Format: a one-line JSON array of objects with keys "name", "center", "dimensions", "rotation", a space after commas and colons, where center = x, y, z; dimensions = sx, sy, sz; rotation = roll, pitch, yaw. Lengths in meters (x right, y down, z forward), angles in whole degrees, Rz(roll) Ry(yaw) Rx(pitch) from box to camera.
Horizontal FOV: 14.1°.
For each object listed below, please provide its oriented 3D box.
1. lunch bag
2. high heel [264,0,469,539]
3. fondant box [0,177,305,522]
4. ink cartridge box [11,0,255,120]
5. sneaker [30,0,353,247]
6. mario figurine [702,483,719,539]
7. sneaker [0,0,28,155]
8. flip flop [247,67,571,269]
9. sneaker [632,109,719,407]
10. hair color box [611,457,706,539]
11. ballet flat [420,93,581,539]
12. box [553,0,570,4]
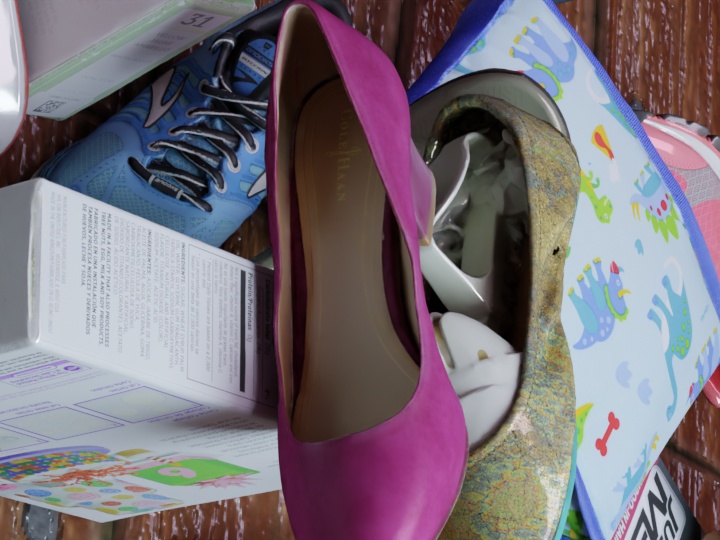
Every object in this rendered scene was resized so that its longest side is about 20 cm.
[{"name": "lunch bag", "center": [0.062, -0.002, 1.263], "dimensions": [0.170, 0.127, 0.201], "rotation": [-53, 132, -47]}, {"name": "high heel", "center": [-0.011, 0.009, 0.950], "dimensions": [0.096, 0.067, 0.201], "rotation": [56, 23, -44]}, {"name": "fondant box", "center": [-0.098, 0.034, 1.006], "dimensions": [0.200, 0.144, 0.059], "rotation": [24, 60, -50]}, {"name": "ink cartridge box", "center": [-0.068, -0.159, 1.034], "dimensions": [0.048, 0.200, 0.146], "rotation": [8, 61, -53]}, {"name": "sneaker", "center": [-0.062, -0.055, 1.114], "dimensions": [0.078, 0.090, 0.200], "rotation": [37, 37, -1]}, {"name": "mario figurine", "center": [0.181, 0.173, 1.347], "dimensions": [0.123, 0.106, 0.201], "rotation": [90, 10, -78]}, {"name": "sneaker", "center": [-0.177, -0.130, 0.999], "dimensions": [0.115, 0.078, 0.201], "rotation": [-14, 92, -57]}, {"name": "flip flop", "center": [0.000, 0.000, 1.131], "dimensions": [0.081, 0.200, 0.058], "rotation": [55, -1, -8]}, {"name": "sneaker", "center": [0.159, -0.004, 1.450], "dimensions": [0.200, 0.074, 0.087], "rotation": [45, 48, -39]}, {"name": "hair color box", "center": [0.129, 0.166, 1.369], "dimensions": [0.200, 0.060, 0.099], "rotation": [58, 40, -29]}, {"name": "ballet flat", "center": [0.040, 0.018, 1.038], "dimensions": [0.071, 0.070, 0.201], "rotation": [45, 39, -39]}, {"name": "box", "center": [0.126, -0.212, 1.347], "dimensions": [0.132, 0.199, 0.115], "rotation": [42, 50, -41]}]
